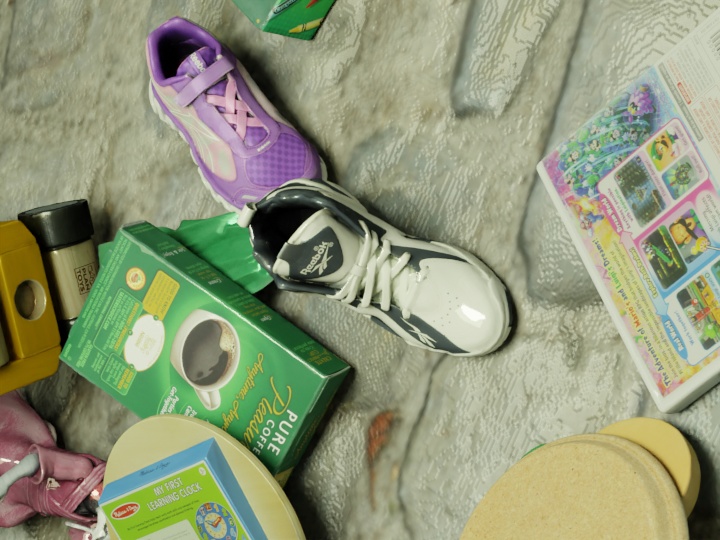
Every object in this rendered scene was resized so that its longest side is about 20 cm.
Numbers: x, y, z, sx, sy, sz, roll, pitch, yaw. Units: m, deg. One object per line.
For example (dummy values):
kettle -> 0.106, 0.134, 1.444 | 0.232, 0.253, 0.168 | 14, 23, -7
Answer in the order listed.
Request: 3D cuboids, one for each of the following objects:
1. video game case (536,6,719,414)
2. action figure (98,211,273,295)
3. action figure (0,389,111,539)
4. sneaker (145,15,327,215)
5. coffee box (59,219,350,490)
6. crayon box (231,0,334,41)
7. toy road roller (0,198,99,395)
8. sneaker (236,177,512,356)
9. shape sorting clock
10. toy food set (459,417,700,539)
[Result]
video game case -> 0.218, -0.040, 1.542 | 0.182, 0.024, 0.200 | -41, 61, 31
action figure -> -0.115, 0.002, 1.818 | 0.200, 0.055, 0.118 | -25, 67, 35
action figure -> -0.241, 0.168, 1.907 | 0.200, 0.134, 0.149 | 14, 52, 30
sneaker -> -0.101, -0.118, 1.781 | 0.080, 0.089, 0.200 | -33, 55, -13
coffee box -> -0.116, 0.067, 1.772 | 0.200, 0.044, 0.123 | 34, 112, 18
crayon box -> -0.079, -0.279, 1.813 | 0.200, 0.058, 0.119 | 49, 117, 34
toy road roller -> -0.297, 0.025, 1.882 | 0.146, 0.200, 0.123 | -5, 102, 40
sneaker -> 0.000, 0.000, 1.643 | 0.199, 0.130, 0.080 | 38, 109, 20
shape sorting clock -> -0.113, 0.197, 1.768 | 0.200, 0.039, 0.200 | 20, 125, 30
toy food set -> 0.132, 0.195, 1.540 | 0.198, 0.049, 0.200 | -24, 52, 36
